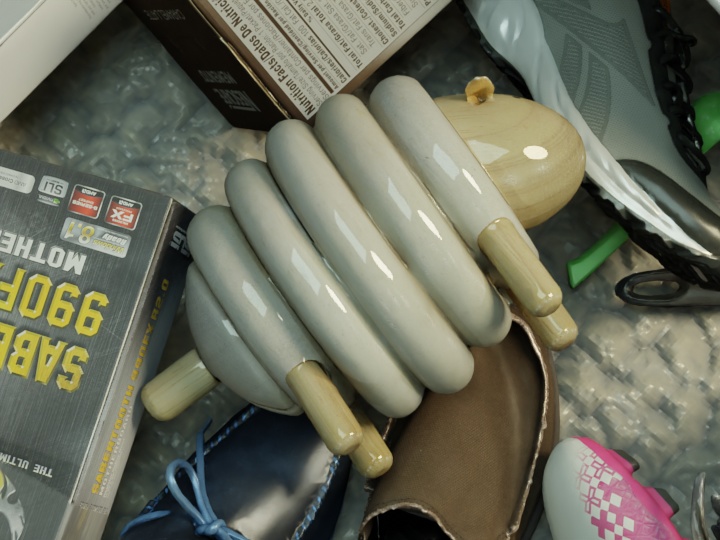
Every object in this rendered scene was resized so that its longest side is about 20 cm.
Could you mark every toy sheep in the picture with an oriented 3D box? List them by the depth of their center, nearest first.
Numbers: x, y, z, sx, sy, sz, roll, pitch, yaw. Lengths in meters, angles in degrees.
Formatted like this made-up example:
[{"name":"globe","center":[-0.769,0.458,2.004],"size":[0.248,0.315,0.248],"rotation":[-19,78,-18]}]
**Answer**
[{"name":"toy sheep","center":[0.000,0.000,0.893],"size":[0.200,0.138,0.138],"rotation":[-33,71,-1]}]

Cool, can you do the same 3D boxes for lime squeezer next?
[{"name":"lime squeezer","center":[0.181,-0.048,0.982],"size":[0.200,0.038,0.071],"rotation":[-11,70,0]}]

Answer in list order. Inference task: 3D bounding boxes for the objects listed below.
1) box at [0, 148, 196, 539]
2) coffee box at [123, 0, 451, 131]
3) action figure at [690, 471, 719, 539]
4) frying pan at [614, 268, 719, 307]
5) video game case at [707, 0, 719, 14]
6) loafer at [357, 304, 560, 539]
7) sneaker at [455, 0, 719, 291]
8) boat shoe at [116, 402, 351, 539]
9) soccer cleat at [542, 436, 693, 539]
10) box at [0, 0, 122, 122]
[{"name":"box","center":[-0.181,0.023,0.925],"size":[0.200,0.048,0.158],"rotation":[17,83,16]},{"name":"coffee box","center":[0.007,-0.153,0.984],"size":[0.200,0.114,0.080],"rotation":[-43,106,-9]},{"name":"action figure","center":[0.157,0.153,0.802],"size":[0.102,0.119,0.200],"rotation":[-37,39,-8]},{"name":"frying pan","center":[0.216,0.018,0.959],"size":[0.190,0.031,0.115],"rotation":[-26,77,12]},{"name":"video game case","center":[0.179,-0.129,0.934],"size":[0.182,0.200,0.023],"rotation":[51,119,13]},{"name":"loafer","center":[0.036,0.099,0.924],"size":[0.073,0.071,0.200],"rotation":[10,71,8]},{"name":"sneaker","center":[0.110,-0.075,0.954],"size":[0.079,0.074,0.200],"rotation":[-35,57,9]},{"name":"boat shoe","center":[-0.066,0.131,0.923],"size":[0.084,0.069,0.200],"rotation":[27,75,13]},{"name":"soccer cleat","center":[0.109,0.161,0.895],"size":[0.086,0.070,0.200],"rotation":[-25,72,-13]},{"name":"box","center":[-0.148,-0.160,1.022],"size":[0.200,0.036,0.144],"rotation":[-47,49,-13]}]
